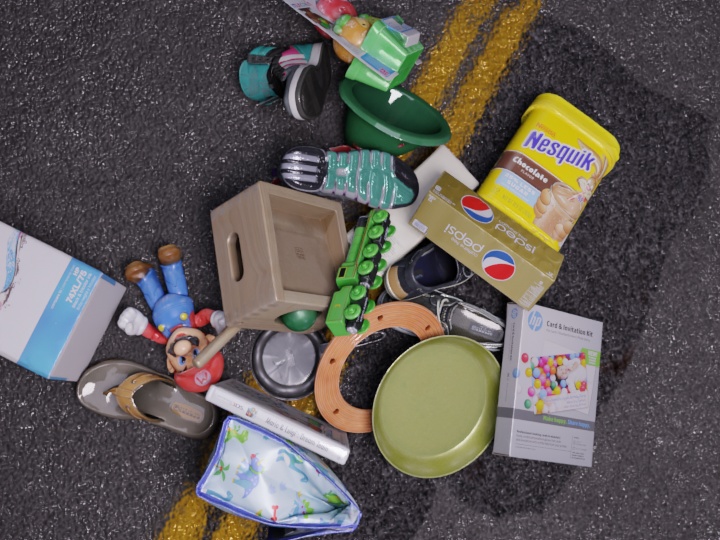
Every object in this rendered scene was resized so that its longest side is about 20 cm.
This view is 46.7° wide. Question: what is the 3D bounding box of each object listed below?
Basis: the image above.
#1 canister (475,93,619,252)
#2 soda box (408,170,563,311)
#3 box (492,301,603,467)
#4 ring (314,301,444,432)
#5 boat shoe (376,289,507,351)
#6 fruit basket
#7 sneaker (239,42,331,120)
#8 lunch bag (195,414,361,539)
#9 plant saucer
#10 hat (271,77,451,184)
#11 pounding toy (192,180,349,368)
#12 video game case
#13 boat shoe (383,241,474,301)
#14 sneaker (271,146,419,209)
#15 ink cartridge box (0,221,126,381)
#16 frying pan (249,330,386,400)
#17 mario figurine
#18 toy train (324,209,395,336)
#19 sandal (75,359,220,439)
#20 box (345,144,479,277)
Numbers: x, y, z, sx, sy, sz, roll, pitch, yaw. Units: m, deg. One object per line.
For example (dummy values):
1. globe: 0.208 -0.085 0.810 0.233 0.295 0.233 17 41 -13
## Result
1. canister: 0.257 -0.128 1.172 0.148 0.087 0.201 35 68 1
2. soda box: 0.166 -0.040 1.100 0.199 0.064 0.068 37 39 3
3. box: 0.258 0.158 1.139 0.154 0.041 0.204 14 77 -30
4. ring: 0.026 0.128 1.111 0.197 0.019 0.204 -14 123 -22
5. boat shoe: 0.120 0.062 1.160 0.196 0.071 0.073 13 80 -2
6. fruit basket: -0.009 -0.344 1.171 0.200 0.185 0.094 42 116 1
7. sneaker: -0.113 -0.261 1.156 0.118 0.201 0.085 -5 120 11
8. lunch bag: -0.097 0.272 1.060 0.197 0.170 0.129 22 81 -2
9. plant saucer: 0.103 0.180 1.127 0.196 0.031 0.204 -5 105 -19
10. hat: 0.009 -0.166 1.206 0.198 0.166 0.178 31 122 7
11. pounding toy: -0.117 0.014 1.085 0.141 0.182 0.204 -25 67 37
12. video game case: -0.099 0.187 1.058 0.180 0.200 0.024 25 85 0
13. boat shoe: 0.119 -0.013 1.147 0.198 0.062 0.076 -23 91 -37
14. sneaker: -0.020 -0.128 1.127 0.197 0.087 0.076 11 88 -21
15. ink cartridge box: -0.439 0.034 1.086 0.197 0.147 0.148 26 80 0
16. frying pan: -0.062 0.127 1.160 0.186 0.031 0.117 9 81 1
17. mario figurine: -0.245 0.066 1.111 0.123 0.105 0.202 -37 74 36
18. toy train: 0.000 0.000 1.071 0.055 0.042 0.202 -8 46 27
19. sandal: -0.286 0.176 1.121 0.197 0.055 0.083 22 80 0
20. box: 0.069 -0.078 1.181 0.199 0.068 0.082 -42 85 -10
